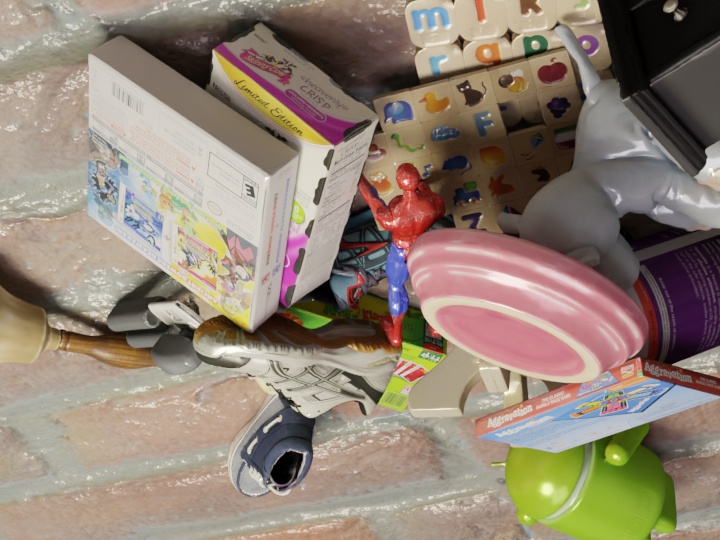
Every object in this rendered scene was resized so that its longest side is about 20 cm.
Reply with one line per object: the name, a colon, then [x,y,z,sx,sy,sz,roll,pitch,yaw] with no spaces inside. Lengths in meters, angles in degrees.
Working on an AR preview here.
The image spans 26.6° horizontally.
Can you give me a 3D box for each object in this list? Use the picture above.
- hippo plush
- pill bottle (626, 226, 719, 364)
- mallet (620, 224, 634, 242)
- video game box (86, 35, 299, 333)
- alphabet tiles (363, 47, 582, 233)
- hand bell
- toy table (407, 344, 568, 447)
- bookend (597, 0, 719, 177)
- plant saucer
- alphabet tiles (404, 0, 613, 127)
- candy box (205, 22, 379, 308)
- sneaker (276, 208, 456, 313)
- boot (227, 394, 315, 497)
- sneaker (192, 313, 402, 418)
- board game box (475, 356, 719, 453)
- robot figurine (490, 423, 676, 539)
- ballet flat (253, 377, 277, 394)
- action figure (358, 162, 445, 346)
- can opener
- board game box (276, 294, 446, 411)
hippo plush: [0.208,-0.055,1.191,0.159,0.161,0.200,21,157,41]
pill bottle: [0.276,0.020,1.330,0.199,0.113,0.113,-17,145,-25]
mallet: [0.172,0.010,1.430,0.199,0.041,0.066,-20,136,30]
video game box: [-0.144,-0.070,1.264,0.199,0.047,0.183,35,138,21]
alphabet tiles: [0.096,-0.094,1.290,0.198,0.008,0.168,-13,129,12]
hand bell: [-0.288,0.071,1.498,0.199,0.105,0.104,15,138,-30]
toy table: [0.138,0.077,1.405,0.182,0.118,0.200,-9,150,25]
bookend: [0.269,-0.204,1.050,0.198,0.201,0.092,-32,129,27]
plant saucer: [0.126,0.035,1.207,0.199,0.051,0.201,21,162,7]
alphabet tiles: [0.139,-0.194,1.217,0.198,0.015,0.196,-6,138,10]
candy box: [-0.072,-0.084,1.266,0.136,0.061,0.201,39,140,19]
sneaker: [0.000,0.000,1.377,0.198,0.096,0.080,-9,137,12]
boot: [-0.097,0.205,1.614,0.072,0.091,0.201,13,137,-12]
sneaker: [-0.056,0.090,1.334,0.198,0.076,0.088,7,112,-28]
board game box: [0.202,0.119,1.312,0.102,0.020,0.199,14,153,-36]
robot figurine: [0.237,0.222,1.595,0.199,0.116,0.175,24,139,-21]
ballet flat: [-0.128,0.027,1.386,0.057,0.066,0.201,-31,93,-1]
action figure: [0.034,-0.035,1.292,0.065,0.100,0.201,-14,144,-9]
can opener: [-0.190,0.055,1.413,0.053,0.067,0.200,44,162,-19]
board game box: [-0.026,0.066,1.489,0.198,0.048,0.102,18,135,-16]
